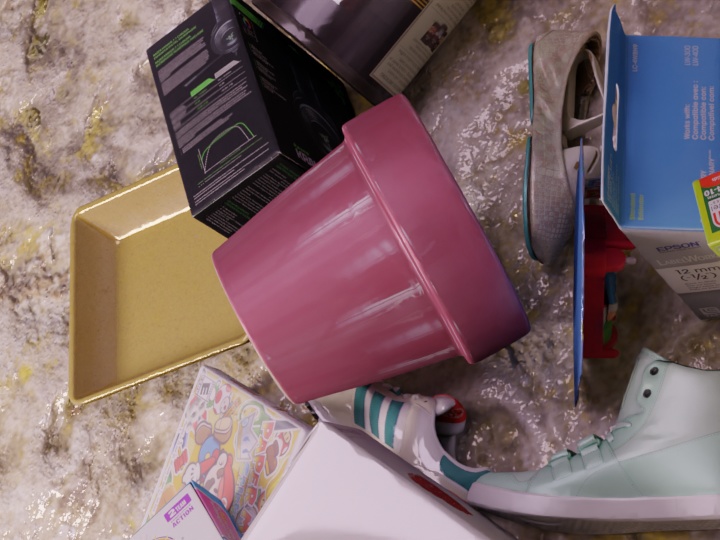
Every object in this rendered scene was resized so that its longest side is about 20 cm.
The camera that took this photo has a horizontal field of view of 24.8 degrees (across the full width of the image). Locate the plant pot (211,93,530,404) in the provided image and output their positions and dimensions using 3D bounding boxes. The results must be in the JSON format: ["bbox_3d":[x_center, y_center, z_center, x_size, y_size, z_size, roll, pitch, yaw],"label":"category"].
[{"bbox_3d":[0.000,0.000,1.189,0.179,0.200,0.200,-29,52,1],"label":"plant pot"}]

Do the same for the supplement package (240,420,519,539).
[{"bbox_3d":[0.033,0.205,1.095,0.200,0.121,0.120,33,90,15],"label":"supplement package"}]

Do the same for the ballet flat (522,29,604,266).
[{"bbox_3d":[0.158,-0.100,1.242,0.062,0.067,0.200,-8,64,23],"label":"ballet flat"}]

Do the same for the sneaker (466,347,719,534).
[{"bbox_3d":[0.170,0.116,1.116,0.200,0.074,0.118,-5,71,24],"label":"sneaker"}]

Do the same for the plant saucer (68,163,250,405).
[{"bbox_3d":[-0.164,0.008,1.433,0.200,0.048,0.200,-21,57,27],"label":"plant saucer"}]

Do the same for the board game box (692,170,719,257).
[{"bbox_3d":[0.293,-0.014,1.008,0.101,0.200,0.048,-24,56,25],"label":"board game box"}]

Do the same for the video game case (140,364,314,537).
[{"bbox_3d":[-0.113,0.190,1.270,0.182,0.023,0.200,23,92,57],"label":"video game case"}]

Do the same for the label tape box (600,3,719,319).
[{"bbox_3d":[0.223,-0.071,1.087,0.066,0.200,0.144,-7,64,27],"label":"label tape box"}]

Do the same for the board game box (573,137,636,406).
[{"bbox_3d":[0.167,0.006,1.118,0.039,0.200,0.158,0,75,6],"label":"board game box"}]

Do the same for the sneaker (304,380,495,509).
[{"bbox_3d":[0.030,0.115,1.231,0.093,0.070,0.200,-40,53,4],"label":"sneaker"}]

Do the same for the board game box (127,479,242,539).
[{"bbox_3d":[-0.125,0.267,1.154,0.153,0.040,0.200,-43,44,4],"label":"board game box"}]

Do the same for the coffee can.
[{"bbox_3d":[0.028,-0.252,1.356,0.200,0.146,0.146,-50,49,4],"label":"coffee can"}]

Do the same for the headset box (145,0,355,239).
[{"bbox_3d":[-0.072,-0.107,1.339,0.093,0.174,0.200,-34,51,19],"label":"headset box"}]
